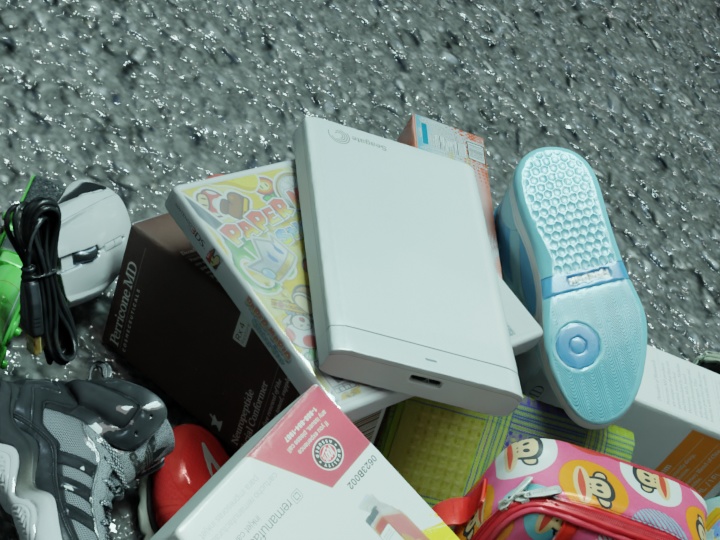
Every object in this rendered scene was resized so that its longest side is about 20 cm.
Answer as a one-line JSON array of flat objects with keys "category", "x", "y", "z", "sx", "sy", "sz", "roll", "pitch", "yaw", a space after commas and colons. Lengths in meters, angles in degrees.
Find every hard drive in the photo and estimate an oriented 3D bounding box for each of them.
[{"category": "hard drive", "x": 0.027, "y": -0.006, "z": 1.015, "sx": 0.131, "sy": 0.027, "sz": 0.201, "roll": 15, "pitch": 42, "yaw": -24}]

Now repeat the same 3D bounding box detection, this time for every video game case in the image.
[{"category": "video game case", "x": 0.000, "y": 0.000, "z": 1.027, "sx": 0.200, "sy": 0.023, "sz": 0.182, "roll": -17, "pitch": 62, "yaw": -44}]

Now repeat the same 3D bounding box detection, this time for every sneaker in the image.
[{"category": "sneaker", "x": -0.154, "y": 0.133, "z": 0.946, "sx": 0.113, "sy": 0.076, "sz": 0.200, "roll": -18, "pitch": 55, "yaw": -23}, {"category": "sneaker", "x": 0.142, "y": 0.024, "z": 1.155, "sx": 0.079, "sy": 0.131, "sz": 0.201, "roll": -4, "pitch": 74, "yaw": -13}, {"category": "sneaker", "x": -0.081, "y": 0.170, "z": 0.976, "sx": 0.077, "sy": 0.085, "sz": 0.201, "roll": 11, "pitch": 43, "yaw": -30}]

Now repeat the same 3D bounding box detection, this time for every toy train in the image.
[{"category": "toy train", "x": -0.233, "y": 0.010, "z": 1.058, "sx": 0.042, "sy": 0.056, "sz": 0.200, "roll": 25, "pitch": 38, "yaw": -13}]

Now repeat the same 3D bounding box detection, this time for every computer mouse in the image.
[{"category": "computer mouse", "x": -0.184, "y": -0.016, "z": 1.065, "sx": 0.044, "sy": 0.110, "sz": 0.200, "roll": -5, "pitch": 17, "yaw": 6}]

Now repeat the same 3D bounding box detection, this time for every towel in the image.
[{"category": "towel", "x": 0.089, "y": 0.152, "z": 1.105, "sx": 0.199, "sy": 0.144, "sz": 0.023, "roll": 16, "pitch": 2, "yaw": -21}]

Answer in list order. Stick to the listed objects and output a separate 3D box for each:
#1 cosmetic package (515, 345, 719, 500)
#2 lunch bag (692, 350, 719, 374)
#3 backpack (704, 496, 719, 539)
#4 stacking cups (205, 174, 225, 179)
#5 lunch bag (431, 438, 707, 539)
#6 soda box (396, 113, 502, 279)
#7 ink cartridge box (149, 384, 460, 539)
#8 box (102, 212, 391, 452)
[{"category": "cosmetic package", "x": 0.199, "y": 0.111, "z": 1.246, "sx": 0.199, "sy": 0.102, "sz": 0.071, "roll": 22, "pitch": 39, "yaw": -16}, {"category": "lunch bag", "x": 0.386, "y": 0.135, "z": 1.356, "sx": 0.163, "sy": 0.118, "sz": 0.200, "roll": -1, "pitch": 44, "yaw": -38}, {"category": "backpack", "x": 0.265, "y": 0.236, "z": 1.079, "sx": 0.175, "sy": 0.200, "sz": 0.154, "roll": 28, "pitch": 53, "yaw": -13}, {"category": "stacking cups", "x": -0.061, "y": -0.035, "z": 1.162, "sx": 0.060, "sy": 0.061, "sz": 0.200, "roll": 9, "pitch": 12, "yaw": -30}, {"category": "lunch bag", "x": 0.106, "y": 0.194, "z": 1.001, "sx": 0.175, "sy": 0.200, "sz": 0.082, "roll": 21, "pitch": 37, "yaw": -14}, {"category": "soda box", "x": 0.056, "y": -0.021, "z": 1.163, "sx": 0.063, "sy": 0.068, "sz": 0.201, "roll": 17, "pitch": 41, "yaw": -18}, {"category": "ink cartridge box", "x": -0.013, "y": 0.189, "z": 0.893, "sx": 0.200, "sy": 0.083, "sz": 0.145, "roll": 47, "pitch": 44, "yaw": -2}, {"category": "box", "x": -0.073, "y": 0.051, "z": 1.060, "sx": 0.200, "sy": 0.100, "sz": 0.075, "roll": 36, "pitch": 33, "yaw": 29}]
